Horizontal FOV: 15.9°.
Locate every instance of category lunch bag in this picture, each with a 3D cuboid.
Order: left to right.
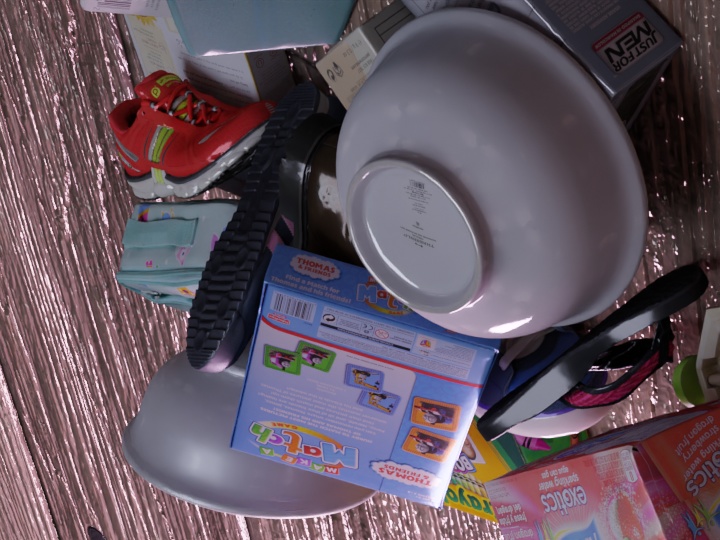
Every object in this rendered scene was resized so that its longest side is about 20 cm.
[{"bbox_3d":[-0.080,-0.002,1.824,0.200,0.159,0.078,-3,76,62],"label":"lunch bag"}]

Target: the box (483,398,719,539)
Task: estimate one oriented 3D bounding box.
[{"bbox_3d":[0.167,0.140,1.513,0.200,0.102,0.095,-26,84,65],"label":"box"}]

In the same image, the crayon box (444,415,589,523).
[{"bbox_3d":[0.076,0.108,1.809,0.199,0.058,0.119,13,132,54],"label":"crayon box"}]

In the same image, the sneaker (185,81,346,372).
[{"bbox_3d":[-0.045,-0.017,1.694,0.082,0.201,0.070,26,177,-31],"label":"sneaker"}]

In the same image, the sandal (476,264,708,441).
[{"bbox_3d":[0.149,0.058,1.566,0.045,0.075,0.200,51,132,2],"label":"sandal"}]

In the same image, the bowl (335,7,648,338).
[{"bbox_3d":[0.055,-0.038,1.448,0.200,0.090,0.202,24,132,29],"label":"bowl"}]

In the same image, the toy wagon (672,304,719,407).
[{"bbox_3d":[0.252,0.113,1.486,0.155,0.039,0.202,-13,95,66],"label":"toy wagon"}]

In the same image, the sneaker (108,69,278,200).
[{"bbox_3d":[-0.122,-0.099,1.789,0.199,0.077,0.085,-9,110,57],"label":"sneaker"}]

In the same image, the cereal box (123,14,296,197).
[{"bbox_3d":[-0.102,-0.141,1.828,0.143,0.039,0.201,23,141,43],"label":"cereal box"}]

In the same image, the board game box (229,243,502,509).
[{"bbox_3d":[0.001,0.072,1.655,0.150,0.037,0.201,16,144,0],"label":"board game box"}]

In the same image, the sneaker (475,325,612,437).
[{"bbox_3d":[0.073,0.013,1.673,0.200,0.080,0.147,32,151,48],"label":"sneaker"}]

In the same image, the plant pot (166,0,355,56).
[{"bbox_3d":[-0.063,-0.230,1.448,0.142,0.140,0.201,-104,11,-53],"label":"plant pot"}]

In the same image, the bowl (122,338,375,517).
[{"bbox_3d":[-0.073,0.099,1.923,0.201,0.200,0.091,29,119,41],"label":"bowl"}]

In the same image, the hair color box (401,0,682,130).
[{"bbox_3d":[0.083,-0.162,1.470,0.200,0.060,0.099,49,153,12],"label":"hair color box"}]

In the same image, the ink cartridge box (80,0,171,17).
[{"bbox_3d":[-0.076,-0.220,1.613,0.200,0.175,0.045,119,153,-61],"label":"ink cartridge box"}]

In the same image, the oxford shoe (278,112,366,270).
[{"bbox_3d":[0.000,0.000,1.637,0.084,0.073,0.201,26,144,29],"label":"oxford shoe"}]

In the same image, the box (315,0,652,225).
[{"bbox_3d":[0.074,-0.076,1.553,0.201,0.095,0.078,56,154,-1],"label":"box"}]
